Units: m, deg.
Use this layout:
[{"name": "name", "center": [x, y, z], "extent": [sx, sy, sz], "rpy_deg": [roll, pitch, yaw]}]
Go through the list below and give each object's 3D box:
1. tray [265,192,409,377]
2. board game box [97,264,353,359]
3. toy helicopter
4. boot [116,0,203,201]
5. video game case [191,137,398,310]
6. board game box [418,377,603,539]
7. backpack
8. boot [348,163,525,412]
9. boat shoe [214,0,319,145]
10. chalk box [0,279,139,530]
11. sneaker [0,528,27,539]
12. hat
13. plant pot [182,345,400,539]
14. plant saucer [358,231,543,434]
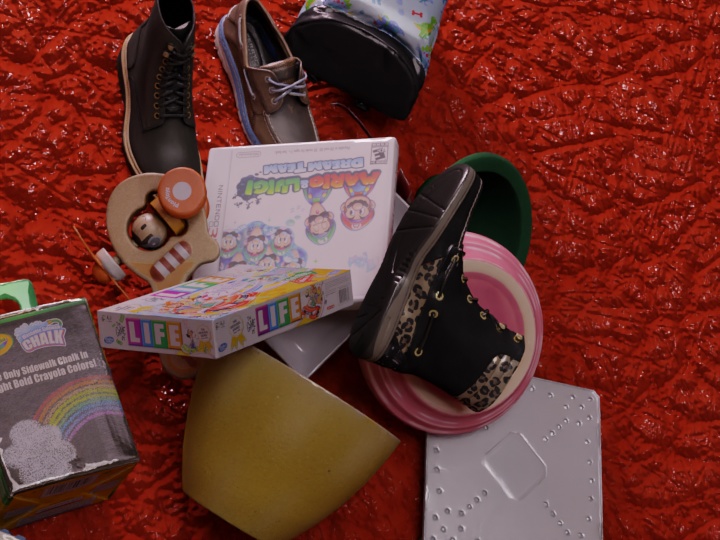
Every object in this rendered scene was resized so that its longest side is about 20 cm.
[{"name": "tray", "center": [-0.022, 0.005, 1.584], "extent": [0.107, 0.022, 0.200], "rpy_deg": [44, 79, 11]}, {"name": "board game box", "center": [-0.117, 0.033, 1.420], "extent": [0.199, 0.133, 0.035], "rpy_deg": [-20, 108, -53]}, {"name": "toy helicopter", "center": [-0.194, 0.007, 1.517], "extent": [0.131, 0.079, 0.202], "rpy_deg": [-13, 81, -6]}, {"name": "boot", "center": [-0.188, -0.172, 1.576], "extent": [0.077, 0.138, 0.202], "rpy_deg": [-11, 72, -28]}, {"name": "video game case", "center": [-0.064, -0.044, 1.577], "extent": [0.198, 0.024, 0.184], "rpy_deg": [-2, 62, 13]}, {"name": "board game box", "center": [0.153, 0.201, 1.622], "extent": [0.198, 0.026, 0.202], "rpy_deg": [13, 62, -18]}, {"name": "backpack", "center": [0.025, -0.290, 1.742], "extent": [0.162, 0.154, 0.201], "rpy_deg": [30, 39, -4]}, {"name": "boot", "center": [0.095, 0.020, 1.502], "extent": [0.153, 0.073, 0.205], "rpy_deg": [30, 87, -23]}, {"name": "boat shoe", "center": [-0.093, -0.192, 1.668], "extent": [0.072, 0.072, 0.201], "rpy_deg": [-22, 77, -31]}, {"name": "chalk box", "center": [-0.292, 0.108, 1.406], "extent": [0.123, 0.124, 0.202], "rpy_deg": [-13, 71, -28]}, {"name": "sneaker", "center": [-0.352, 0.252, 1.348], "extent": [0.198, 0.077, 0.086], "rpy_deg": [17, 70, -8]}, {"name": "hat", "center": [0.069, -0.062, 1.714], "extent": [0.164, 0.175, 0.202], "rpy_deg": [2, 99, -41]}, {"name": "plant pot", "center": [-0.083, 0.164, 1.451], "extent": [0.199, 0.200, 0.143], "rpy_deg": [32, 83, -8]}, {"name": "plant saucer", "center": [0.096, 0.063, 1.568], "extent": [0.198, 0.051, 0.203], "rpy_deg": [-2, 95, -21]}]
